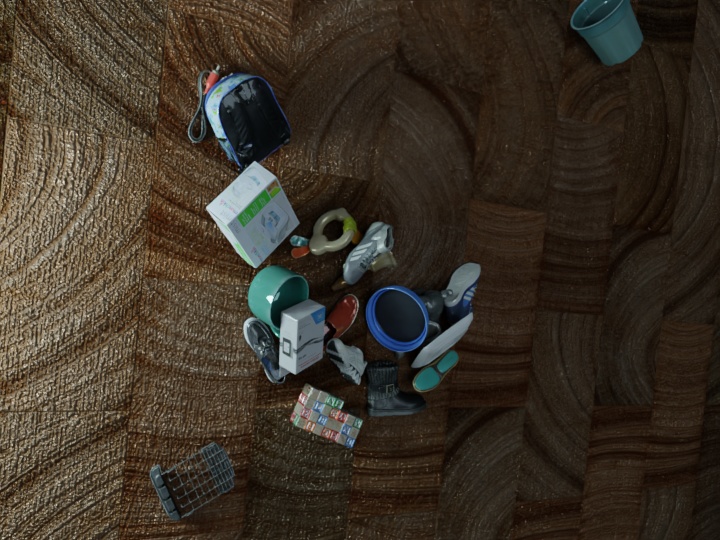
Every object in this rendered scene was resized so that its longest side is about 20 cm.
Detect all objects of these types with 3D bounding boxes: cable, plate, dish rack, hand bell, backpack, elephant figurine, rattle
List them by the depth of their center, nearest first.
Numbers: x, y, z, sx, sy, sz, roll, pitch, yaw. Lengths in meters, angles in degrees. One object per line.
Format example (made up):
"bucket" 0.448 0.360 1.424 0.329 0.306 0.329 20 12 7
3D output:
"backpack" -0.298 -0.390 1.470 0.182 0.146 0.202 -39 135 -18
"cable" -0.398 -0.433 1.490 0.096 0.050 0.203 34 79 -27
"dish rack" -0.440 0.556 1.540 0.197 0.054 0.157 -25 105 -23
"rattle" -0.096 -0.078 1.669 0.199 0.143 0.131 -39 76 -2
"hand bell" 0.000 0.000 1.699 0.198 0.104 0.105 -34 107 -7
"plate" 0.252 0.224 1.766 0.198 0.200 0.033 -32 74 -20
"elephant figurine" 0.191 0.166 1.771 0.140 0.153 0.206 -17 106 -45

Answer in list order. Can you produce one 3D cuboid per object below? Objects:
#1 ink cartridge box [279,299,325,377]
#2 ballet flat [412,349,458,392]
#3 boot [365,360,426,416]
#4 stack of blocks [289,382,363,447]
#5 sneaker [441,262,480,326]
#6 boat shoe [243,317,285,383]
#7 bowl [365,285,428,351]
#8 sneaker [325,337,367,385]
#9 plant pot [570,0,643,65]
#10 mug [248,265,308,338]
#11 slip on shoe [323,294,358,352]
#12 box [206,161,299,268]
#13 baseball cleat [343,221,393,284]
"ink cartridge box" -0.158 0.195 1.565 0.115 0.066 0.205 -25 126 -49
"ballet flat" 0.232 0.323 1.818 0.198 0.063 0.069 -30 82 -30
"boot" 0.112 0.355 1.767 0.206 0.079 0.163 0 94 -24
"stack of blocks" -0.092 0.423 1.688 0.197 0.058 0.117 29 81 -24
"sneaker" 0.336 0.088 1.866 0.201 0.079 0.148 -50 134 -31
"boat shoe" -0.259 0.225 1.593 0.069 0.066 0.204 -25 104 -21
"bowl" 0.110 0.139 1.702 0.039 0.197 0.205 -39 112 -55
"sneaker" -0.038 0.247 1.675 0.082 0.074 0.202 -52 141 -22
"plant pot" 0.856 -0.828 1.979 0.195 0.199 0.202 40 77 -29
"mug" -0.234 0.081 1.556 0.151 0.113 0.189 16 97 -59
"slip on shoe" -0.073 0.153 1.668 0.074 0.061 0.201 38 77 10
"box" -0.274 -0.141 1.493 0.177 0.096 0.201 -47 150 -16
"baseball cleat" 0.025 -0.047 1.621 0.069 0.105 0.203 33 81 -37
